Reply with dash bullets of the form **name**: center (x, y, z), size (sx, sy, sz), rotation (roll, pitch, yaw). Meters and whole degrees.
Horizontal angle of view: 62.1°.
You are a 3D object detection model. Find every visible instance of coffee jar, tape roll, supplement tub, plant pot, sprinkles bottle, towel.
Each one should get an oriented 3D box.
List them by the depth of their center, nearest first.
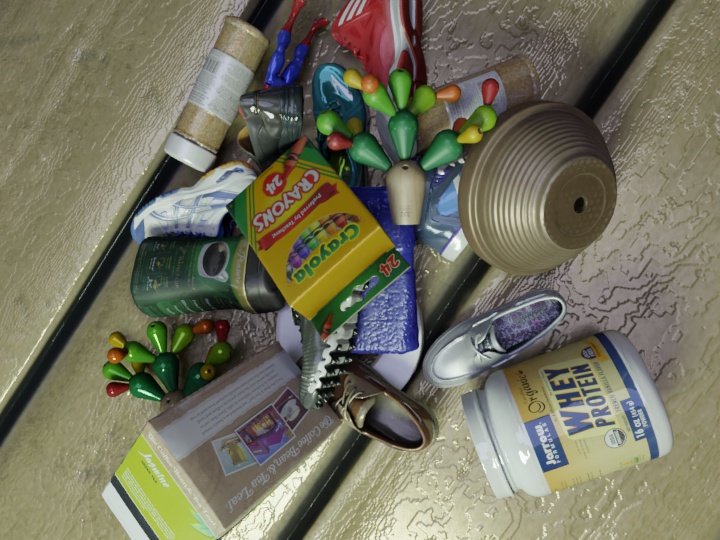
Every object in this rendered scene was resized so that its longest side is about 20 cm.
- **plant pot**: center (0.215, -0.082, 0.669), size (0.197, 0.093, 0.205), rotation (-7, 111, -19)
- **supplement tub**: center (0.227, 0.167, 0.682), size (0.197, 0.144, 0.147), rotation (-23, 83, 10)
- **sprinkles bottle**: center (0.119, -0.198, 0.732), size (0.197, 0.068, 0.069), rotation (-23, 83, -7)
- **towel**: center (0.000, 0.000, 0.736), size (0.145, 0.050, 0.204), rotation (-1, 100, 17)
- **coffee jar**: center (-0.192, 0.005, 0.786), size (0.196, 0.086, 0.106), rotation (-2, 63, 11)
- **tape roll**: center (-0.014, 0.084, 0.791), size (0.199, 0.037, 0.207), rotation (0, 88, 11)
- **sprinkles bottle**: center (-0.195, -0.239, 0.818), size (0.067, 0.068, 0.202), rotation (27, 93, 11)

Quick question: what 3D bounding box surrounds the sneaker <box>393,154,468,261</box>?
- **sneaker**: center (0.114, -0.129, 0.749), size (0.146, 0.081, 0.201), rotation (37, 101, 7)

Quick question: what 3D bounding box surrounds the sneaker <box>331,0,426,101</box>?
- **sneaker**: center (0.022, -0.275, 0.795), size (0.114, 0.078, 0.204), rotation (7, 96, 35)

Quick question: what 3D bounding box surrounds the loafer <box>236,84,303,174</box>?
- **loafer**: center (-0.117, -0.165, 0.744), size (0.071, 0.200, 0.074), rotation (2, 68, -13)

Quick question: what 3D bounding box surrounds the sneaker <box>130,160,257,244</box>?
- **sneaker**: center (-0.224, -0.070, 0.822), size (0.198, 0.075, 0.089), rotation (-26, 83, 10)

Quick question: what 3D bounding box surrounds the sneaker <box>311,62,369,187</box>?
- **sneaker**: center (-0.027, -0.178, 0.783), size (0.076, 0.080, 0.204), rotation (-9, 85, 11)

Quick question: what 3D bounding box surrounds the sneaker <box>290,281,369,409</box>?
- **sneaker**: center (-0.047, 0.055, 0.693), size (0.089, 0.066, 0.204), rotation (15, 89, 23)

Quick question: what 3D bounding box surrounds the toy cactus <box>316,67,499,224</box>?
- **toy cactus**: center (0.052, -0.134, 0.645), size (0.196, 0.102, 0.168), rotation (-3, 96, -5)

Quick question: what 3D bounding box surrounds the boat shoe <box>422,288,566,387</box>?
- **boat shoe**: center (0.164, 0.086, 0.736), size (0.197, 0.068, 0.073), rotation (-24, 83, 10)

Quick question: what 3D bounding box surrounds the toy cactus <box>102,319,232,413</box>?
- **toy cactus**: center (-0.258, 0.152, 0.812), size (0.196, 0.102, 0.168), rotation (-13, 95, 2)

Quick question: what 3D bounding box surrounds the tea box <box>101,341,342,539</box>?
- **tea box**: center (-0.160, 0.220, 0.698), size (0.134, 0.199, 0.197), rotation (49, 128, 9)

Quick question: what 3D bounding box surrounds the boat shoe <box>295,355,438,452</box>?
- **boat shoe**: center (0.004, 0.158, 0.728), size (0.197, 0.072, 0.077), rotation (23, 92, 12)

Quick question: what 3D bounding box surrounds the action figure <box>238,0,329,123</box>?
- **action figure**: center (-0.099, -0.251, 0.781), size (0.065, 0.099, 0.202), rotation (26, 92, -31)

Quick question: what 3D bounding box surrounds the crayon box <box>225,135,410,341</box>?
- **crayon box**: center (-0.051, -0.040, 0.655), size (0.127, 0.051, 0.201), rotation (-41, 59, 3)
